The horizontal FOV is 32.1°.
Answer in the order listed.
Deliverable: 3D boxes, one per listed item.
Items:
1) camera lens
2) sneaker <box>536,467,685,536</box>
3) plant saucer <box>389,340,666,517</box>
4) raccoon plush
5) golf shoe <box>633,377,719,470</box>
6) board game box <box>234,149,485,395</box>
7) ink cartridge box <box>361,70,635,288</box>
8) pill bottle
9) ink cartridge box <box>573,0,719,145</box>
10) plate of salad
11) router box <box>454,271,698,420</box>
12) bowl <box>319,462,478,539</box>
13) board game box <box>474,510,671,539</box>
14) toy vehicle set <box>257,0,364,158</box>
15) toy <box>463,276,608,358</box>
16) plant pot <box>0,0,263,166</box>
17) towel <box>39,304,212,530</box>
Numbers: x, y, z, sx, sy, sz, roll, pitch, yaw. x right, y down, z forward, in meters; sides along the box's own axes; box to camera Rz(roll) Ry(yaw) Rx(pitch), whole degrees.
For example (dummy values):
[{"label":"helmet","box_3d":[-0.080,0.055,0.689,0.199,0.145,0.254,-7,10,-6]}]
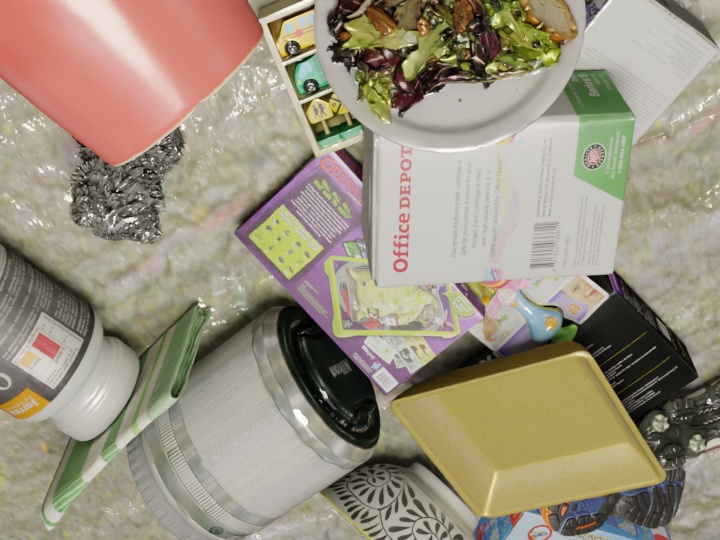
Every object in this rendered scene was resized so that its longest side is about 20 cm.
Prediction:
[{"label":"camera lens","box_3d":[-0.093,0.142,1.138,0.199,0.161,0.160,-36,124,19]},{"label":"sneaker","box_3d":[0.260,0.225,1.313,0.198,0.078,0.076,3,103,-29]},{"label":"plant saucer","box_3d":[0.158,0.142,1.161,0.198,0.049,0.201,-17,130,26]},{"label":"raccoon plush","box_3d":[-0.179,-0.118,0.944,0.095,0.135,0.202,2,127,-8]},{"label":"golf shoe","box_3d":[0.355,0.148,1.271,0.197,0.078,0.088,-12,171,-17]},{"label":"board game box","box_3d":[0.000,0.000,1.082,0.120,0.032,0.200,-38,101,24]},{"label":"ink cartridge box","box_3d":[0.101,-0.072,0.983,0.197,0.088,0.147,-5,125,-7]},{"label":"pill bottle","box_3d":[-0.295,0.058,1.076,0.116,0.117,0.200,-38,122,20]},{"label":"ink cartridge box","box_3d":[0.184,-0.143,1.030,0.108,0.051,0.200,27,120,-25]},{"label":"plate of salad","box_3d":[0.062,-0.185,0.897,0.197,0.203,0.048,-14,170,4]},{"label":"router box","box_3d":[0.205,0.104,1.219,0.199,0.051,0.149,-37,121,20]},{"label":"bowl","box_3d":[0.056,0.257,1.258,0.094,0.200,0.201,-46,125,-10]},{"label":"board game box","box_3d":[0.212,0.332,1.392,0.198,0.056,0.197,18,123,-20]},{"label":"toy vehicle set","box_3d":[0.033,-0.182,0.981,0.198,0.027,0.125,-21,118,8]},{"label":"toy","box_3d":[0.112,0.008,1.108,0.199,0.047,0.115,37,115,-15]},{"label":"plant pot","box_3d":[-0.171,-0.182,0.833,0.199,0.201,0.178,-35,109,19]},{"label":"towel","box_3d":[-0.211,0.129,1.122,0.023,0.153,0.200,39,116,-16]}]
